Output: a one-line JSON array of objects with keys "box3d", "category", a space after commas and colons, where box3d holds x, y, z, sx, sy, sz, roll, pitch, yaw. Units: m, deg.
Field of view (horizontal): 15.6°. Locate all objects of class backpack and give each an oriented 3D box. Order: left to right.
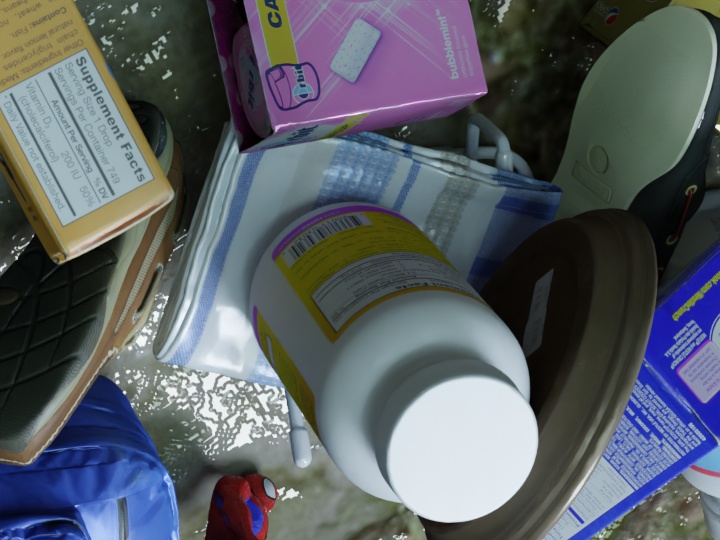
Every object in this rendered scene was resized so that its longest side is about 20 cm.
[{"box3d": [-0.190, 0.150, 1.353, 0.199, 0.168, 0.163, -6, 122, -25], "category": "backpack"}]

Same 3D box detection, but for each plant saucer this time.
[{"box3d": [0.080, 0.056, 1.303, 0.029, 0.200, 0.201, 27, 101, -17], "category": "plant saucer"}]

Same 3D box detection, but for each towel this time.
[{"box3d": [0.000, 0.000, 1.368, 0.199, 0.024, 0.147, 13, 107, -26], "category": "towel"}]

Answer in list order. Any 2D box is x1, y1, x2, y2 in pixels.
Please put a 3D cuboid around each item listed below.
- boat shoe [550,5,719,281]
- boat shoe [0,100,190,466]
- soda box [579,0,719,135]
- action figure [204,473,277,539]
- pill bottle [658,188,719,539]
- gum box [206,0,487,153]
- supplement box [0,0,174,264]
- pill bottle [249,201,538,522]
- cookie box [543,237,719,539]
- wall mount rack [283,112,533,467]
[{"box3d": [0.151, -0.060, 1.410, 0.063, 0.074, 0.202, -12, 137, -38], "category": "boat shoe"}, {"box3d": [-0.134, 0.012, 1.329, 0.074, 0.075, 0.201, 54, 52, -49], "category": "boat shoe"}, {"box3d": [0.220, -0.104, 1.471, 0.200, 0.064, 0.068, 33, 98, -31], "category": "soda box"}, {"box3d": [-0.072, 0.167, 1.402, 0.051, 0.200, 0.066, 9, 120, 2], "category": "action figure"}, {"box3d": [0.225, 0.061, 1.522, 0.108, 0.109, 0.201, -22, 119, -13], "category": "pill bottle"}, {"box3d": [-0.020, -0.168, 1.291, 0.113, 0.066, 0.201, -11, 86, -19], "category": "gum box"}, {"box3d": [-0.163, -0.105, 1.258, 0.069, 0.067, 0.201, -26, 94, -11], "category": "supplement box"}, {"box3d": [0.018, 0.045, 1.261, 0.104, 0.200, 0.105, -6, 113, -15], "category": "pill bottle"}, {"box3d": [0.149, 0.065, 1.379, 0.075, 0.200, 0.171, 49, 48, 2], "category": "cookie box"}, {"box3d": [0.013, 0.006, 1.427, 0.199, 0.075, 0.175, -8, 118, -19], "category": "wall mount rack"}]
